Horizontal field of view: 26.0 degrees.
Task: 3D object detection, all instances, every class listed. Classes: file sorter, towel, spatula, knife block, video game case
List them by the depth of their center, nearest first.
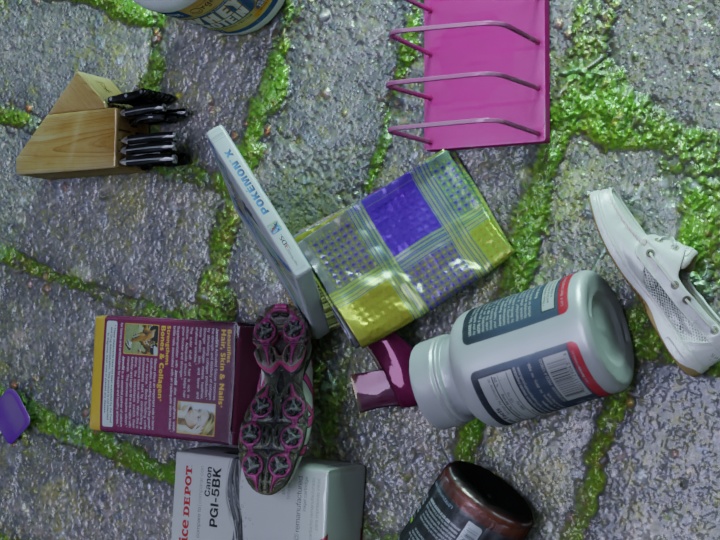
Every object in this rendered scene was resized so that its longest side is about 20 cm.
[{"bbox_3d":[0.103,-0.231,1.560,0.138,0.125,0.202,-2,86,29],"label":"file sorter"},{"bbox_3d":[0.042,-0.023,1.592,0.199,0.023,0.144,-29,71,-4],"label":"towel"},{"bbox_3d":[-0.094,-0.035,1.614,0.022,0.200,0.183,-30,71,-7],"label":"video game case"},{"bbox_3d":[-0.290,-0.137,1.816,0.200,0.064,0.176,-50,65,18],"label":"knife block"},{"bbox_3d":[-0.474,0.216,1.926,0.200,0.020,0.057,-39,71,23],"label":"spatula"}]

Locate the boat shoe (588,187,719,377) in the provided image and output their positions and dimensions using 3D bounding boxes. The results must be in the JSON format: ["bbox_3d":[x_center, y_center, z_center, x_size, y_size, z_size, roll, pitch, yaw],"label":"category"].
[{"bbox_3d":[0.289,-0.001,1.475,0.069,0.071,0.201,-35,79,22],"label":"boat shoe"}]

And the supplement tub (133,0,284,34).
[{"bbox_3d":[-0.179,-0.342,1.686,0.143,0.199,0.146,-2,86,30],"label":"supplement tub"}]

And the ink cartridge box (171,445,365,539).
[{"bbox_3d":[-0.102,0.272,1.672,0.198,0.083,0.149,2,89,30],"label":"ink cartridge box"}]

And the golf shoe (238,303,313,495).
[{"bbox_3d":[-0.078,0.142,1.631,0.072,0.092,0.202,2,66,12],"label":"golf shoe"}]

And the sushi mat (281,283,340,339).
[{"bbox_3d":[0.000,0.000,1.670,0.199,0.012,0.097,-24,76,27],"label":"sushi mat"}]

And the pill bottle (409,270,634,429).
[{"bbox_3d":[0.153,0.085,1.516,0.198,0.119,0.121,-20,78,28],"label":"pill bottle"}]

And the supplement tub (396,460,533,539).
[{"bbox_3d":[0.080,0.297,1.553,0.107,0.107,0.201,39,107,26],"label":"supplement tub"}]

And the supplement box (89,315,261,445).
[{"bbox_3d":[-0.191,0.118,1.721,0.198,0.103,0.133,3,88,31],"label":"supplement box"}]

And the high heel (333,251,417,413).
[{"bbox_3d":[0.024,0.044,1.628,0.095,0.067,0.202,-13,87,3],"label":"high heel"}]
